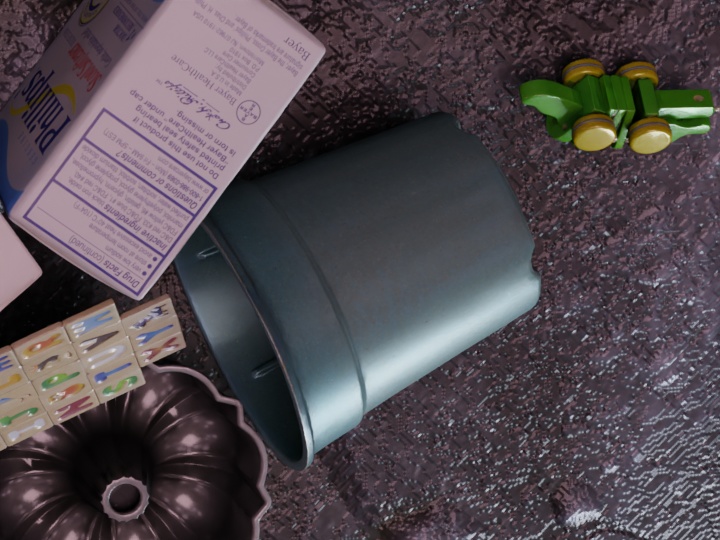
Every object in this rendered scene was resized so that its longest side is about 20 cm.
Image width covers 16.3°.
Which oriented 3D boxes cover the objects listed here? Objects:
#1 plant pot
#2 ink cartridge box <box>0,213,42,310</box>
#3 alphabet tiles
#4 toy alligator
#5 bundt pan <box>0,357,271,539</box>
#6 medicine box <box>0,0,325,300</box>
[{"bbox_3d":[0.000,0.000,1.666,0.196,0.200,0.200,-27,112,-15],"label":"plant pot"},{"bbox_3d":[-0.315,-0.018,1.571,0.125,0.200,0.129,-42,114,-18],"label":"ink cartridge box"},{"bbox_3d":[-0.205,0.073,1.572,0.200,0.166,0.006,-25,72,-7],"label":"alphabet tiles"},{"bbox_3d":[0.200,-0.107,1.754,0.200,0.059,0.054,2,148,-17],"label":"toy alligator"},{"bbox_3d":[-0.166,0.143,1.716,0.202,0.076,0.202,-4,107,-14],"label":"bundt pan"},{"bbox_3d":[-0.136,-0.108,1.589,0.103,0.182,0.200,36,94,-21],"label":"medicine box"}]
